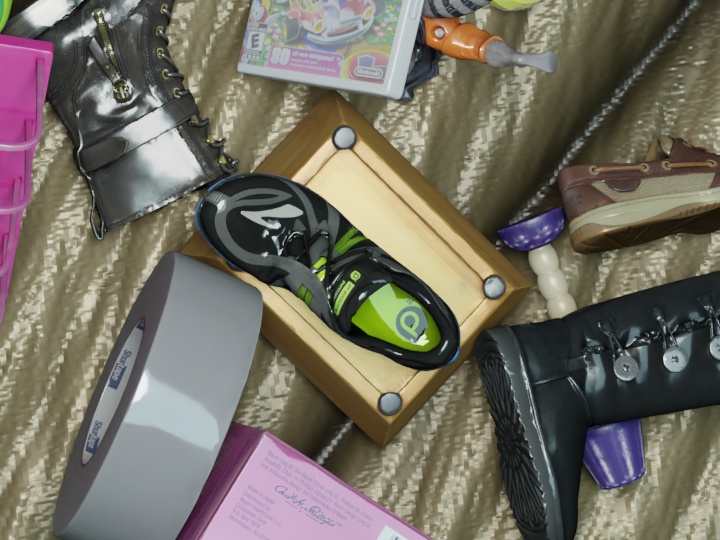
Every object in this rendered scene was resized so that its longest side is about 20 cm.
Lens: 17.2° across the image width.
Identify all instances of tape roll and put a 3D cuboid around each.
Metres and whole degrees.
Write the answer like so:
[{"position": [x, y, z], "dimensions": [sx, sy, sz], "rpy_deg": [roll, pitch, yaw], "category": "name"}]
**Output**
[{"position": [-0.133, 0.091, 1.552], "dimensions": [0.066, 0.200, 0.201], "rpy_deg": [22, 84, -12], "category": "tape roll"}]

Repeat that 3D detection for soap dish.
[{"position": [0.000, 0.000, 1.637], "dimensions": [0.200, 0.081, 0.157], "rpy_deg": [44, 87, -7], "category": "soap dish"}]

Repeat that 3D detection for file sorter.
[{"position": [-0.280, -0.039, 1.511], "dimensions": [0.138, 0.126, 0.201], "rpy_deg": [8, 125, -12], "category": "file sorter"}]

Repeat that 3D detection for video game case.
[{"position": [-0.007, -0.222, 1.597], "dimensions": [0.018, 0.143, 0.201], "rpy_deg": [14, 89, -48], "category": "video game case"}]

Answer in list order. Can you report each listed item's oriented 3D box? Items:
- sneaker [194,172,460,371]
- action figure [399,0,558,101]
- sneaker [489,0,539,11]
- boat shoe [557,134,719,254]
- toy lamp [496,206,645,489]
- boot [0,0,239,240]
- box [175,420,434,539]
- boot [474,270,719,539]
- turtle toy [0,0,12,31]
[{"position": [-0.015, -0.001, 1.552], "dimensions": [0.199, 0.083, 0.071], "rpy_deg": [34, 88, -7], "category": "sneaker"}, {"position": [0.030, -0.208, 1.612], "dimensions": [0.105, 0.193, 0.201], "rpy_deg": [-32, 112, -55], "category": "action figure"}, {"position": [0.096, -0.282, 1.658], "dimensions": [0.075, 0.105, 0.201], "rpy_deg": [-26, 97, -17], "category": "sneaker"}, {"position": [0.229, -0.066, 1.702], "dimensions": [0.199, 0.072, 0.072], "rpy_deg": [-13, 73, -23], "category": "boat shoe"}, {"position": [0.153, 0.057, 1.694], "dimensions": [0.058, 0.058, 0.201], "rpy_deg": [-20, 91, -12], "category": "toy lamp"}, {"position": [-0.136, -0.136, 1.628], "dimensions": [0.199, 0.069, 0.175], "rpy_deg": [-33, 97, -1], "category": "boot"}, {"position": [-0.033, 0.186, 1.573], "dimensions": [0.175, 0.200, 0.097], "rpy_deg": [34, 82, -10], "category": "box"}, {"position": [0.193, 0.097, 1.644], "dimensions": [0.199, 0.066, 0.166], "rpy_deg": [-13, 91, -19], "category": "boot"}, {"position": [-0.317, -0.193, 1.556], "dimensions": [0.199, 0.101, 0.147], "rpy_deg": [3, 91, 9], "category": "turtle toy"}]
